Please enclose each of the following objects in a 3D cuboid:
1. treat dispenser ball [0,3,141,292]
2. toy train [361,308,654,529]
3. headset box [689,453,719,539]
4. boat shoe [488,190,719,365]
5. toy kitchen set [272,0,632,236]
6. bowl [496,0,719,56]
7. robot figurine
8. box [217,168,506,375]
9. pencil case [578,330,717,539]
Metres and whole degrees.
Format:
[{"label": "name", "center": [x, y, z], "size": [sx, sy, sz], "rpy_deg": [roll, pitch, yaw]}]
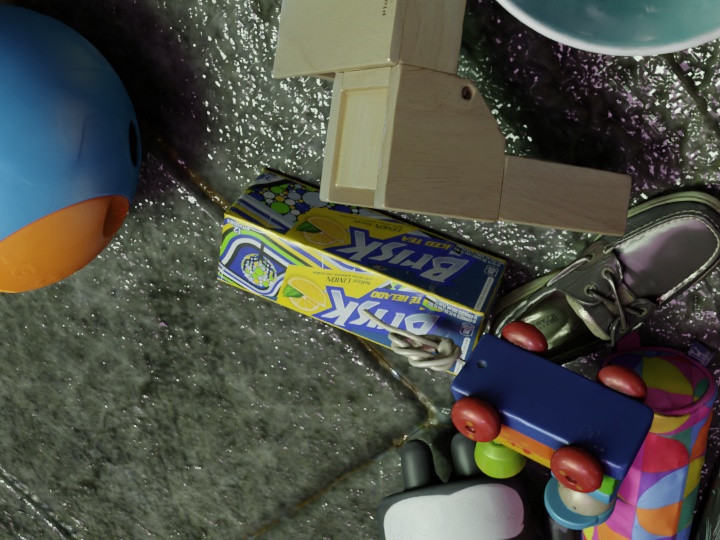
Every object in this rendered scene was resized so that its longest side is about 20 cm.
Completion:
[{"label": "treat dispenser ball", "center": [-0.256, -0.085, 0.734], "size": [0.199, 0.201, 0.203], "rpy_deg": [12, 126, 17]}, {"label": "toy train", "center": [0.091, 0.097, 0.710], "size": [0.199, 0.085, 0.116], "rpy_deg": [24, 146, 23]}, {"label": "headset box", "center": [0.267, 0.225, 0.710], "size": [0.076, 0.200, 0.150], "rpy_deg": [15, 128, 13]}, {"label": "boat shoe", "center": [0.163, 0.021, 0.703], "size": [0.073, 0.065, 0.200], "rpy_deg": [43, 129, -9]}, {"label": "toy kitchen set", "center": [0.058, -0.135, 0.656], "size": [0.163, 0.179, 0.202], "rpy_deg": [14, 98, 61]}, {"label": "bowl", "center": [0.135, -0.218, 0.511], "size": [0.198, 0.105, 0.203], "rpy_deg": [3, 116, 5]}, {"label": "robot figurine", "center": [0.079, 0.230, 0.809], "size": [0.150, 0.124, 0.202], "rpy_deg": [-23, 71, 39]}, {"label": "box", "center": [0.000, 0.000, 0.760], "size": [0.198, 0.070, 0.065], "rpy_deg": [21, 130, 10]}, {"label": "pencil case", "center": [0.206, 0.145, 0.761], "size": [0.087, 0.089, 0.202], "rpy_deg": [10, 123, 18]}]
